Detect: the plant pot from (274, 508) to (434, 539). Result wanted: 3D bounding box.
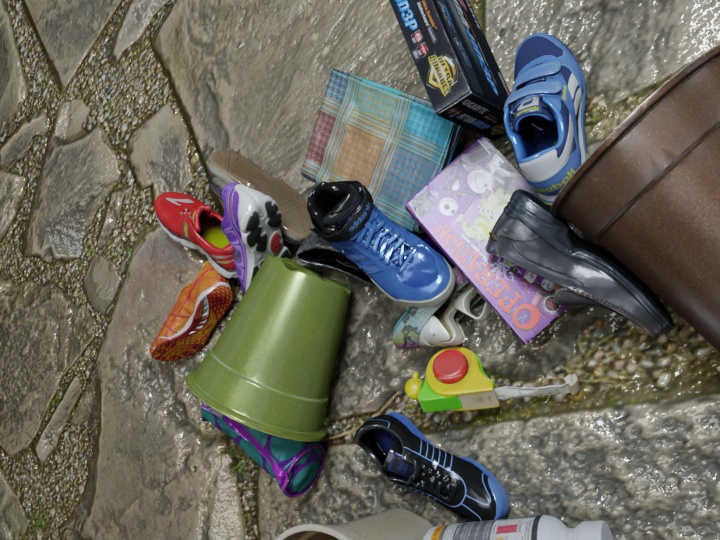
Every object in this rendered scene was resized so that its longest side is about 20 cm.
[{"bbox_3d":[0.012,0.373,0.799,0.198,0.182,0.205,0,91,35],"label":"plant pot"}]

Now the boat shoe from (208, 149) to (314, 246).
[{"bbox_3d":[-0.143,-0.096,0.977,0.199,0.072,0.065,37,135,16],"label":"boat shoe"}]

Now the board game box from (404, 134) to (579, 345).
[{"bbox_3d":[0.155,-0.035,0.739,0.120,0.032,0.201,-41,77,3],"label":"board game box"}]

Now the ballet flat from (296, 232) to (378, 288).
[{"bbox_3d":[0.000,0.000,0.870,0.198,0.057,0.067,23,146,38],"label":"ballet flat"}]

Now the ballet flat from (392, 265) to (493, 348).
[{"bbox_3d":[0.113,0.039,0.793,0.200,0.069,0.072,-49,53,21],"label":"ballet flat"}]

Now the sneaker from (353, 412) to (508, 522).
[{"bbox_3d":[0.078,0.241,0.815,0.198,0.077,0.071,28,106,32],"label":"sneaker"}]

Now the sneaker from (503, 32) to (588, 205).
[{"bbox_3d":[0.191,-0.173,0.713,0.073,0.082,0.204,-22,59,37],"label":"sneaker"}]

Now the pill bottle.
[{"bbox_3d":[0.168,0.325,0.724,0.197,0.116,0.119,-16,81,26],"label":"pill bottle"}]

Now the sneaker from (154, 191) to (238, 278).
[{"bbox_3d":[-0.235,-0.073,1.018,0.198,0.085,0.077,33,65,23],"label":"sneaker"}]

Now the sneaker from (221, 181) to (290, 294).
[{"bbox_3d":[-0.147,-0.039,0.931,0.083,0.080,0.202,36,144,28],"label":"sneaker"}]

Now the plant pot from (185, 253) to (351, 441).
[{"bbox_3d":[-0.099,0.089,0.889,0.198,0.199,0.193,25,92,32],"label":"plant pot"}]

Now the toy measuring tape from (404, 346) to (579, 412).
[{"bbox_3d":[0.146,0.119,0.784,0.196,0.073,0.075,-10,85,18],"label":"toy measuring tape"}]

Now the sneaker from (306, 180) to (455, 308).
[{"bbox_3d":[0.014,-0.036,0.772,0.077,0.111,0.199,-49,53,-4],"label":"sneaker"}]

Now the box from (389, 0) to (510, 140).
[{"bbox_3d":[0.097,-0.251,0.746,0.046,0.158,0.203,-27,75,28],"label":"box"}]

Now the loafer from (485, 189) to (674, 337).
[{"bbox_3d":[0.217,0.005,0.683,0.199,0.073,0.073,40,110,13],"label":"loafer"}]

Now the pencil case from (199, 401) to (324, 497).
[{"bbox_3d":[-0.141,0.226,0.961,0.199,0.092,0.086,32,108,30],"label":"pencil case"}]

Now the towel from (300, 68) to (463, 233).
[{"bbox_3d":[0.019,-0.148,0.827,0.198,0.022,0.149,28,107,30],"label":"towel"}]

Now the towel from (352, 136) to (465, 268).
[{"bbox_3d":[0.048,-0.094,0.849,0.198,0.049,0.150,22,102,33],"label":"towel"}]

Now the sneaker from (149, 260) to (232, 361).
[{"bbox_3d":[-0.264,0.069,1.072,0.200,0.072,0.078,-45,46,22],"label":"sneaker"}]

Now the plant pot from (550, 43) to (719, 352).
[{"bbox_3d":[0.305,-0.048,0.593,0.200,0.199,0.199,-46,74,26],"label":"plant pot"}]
